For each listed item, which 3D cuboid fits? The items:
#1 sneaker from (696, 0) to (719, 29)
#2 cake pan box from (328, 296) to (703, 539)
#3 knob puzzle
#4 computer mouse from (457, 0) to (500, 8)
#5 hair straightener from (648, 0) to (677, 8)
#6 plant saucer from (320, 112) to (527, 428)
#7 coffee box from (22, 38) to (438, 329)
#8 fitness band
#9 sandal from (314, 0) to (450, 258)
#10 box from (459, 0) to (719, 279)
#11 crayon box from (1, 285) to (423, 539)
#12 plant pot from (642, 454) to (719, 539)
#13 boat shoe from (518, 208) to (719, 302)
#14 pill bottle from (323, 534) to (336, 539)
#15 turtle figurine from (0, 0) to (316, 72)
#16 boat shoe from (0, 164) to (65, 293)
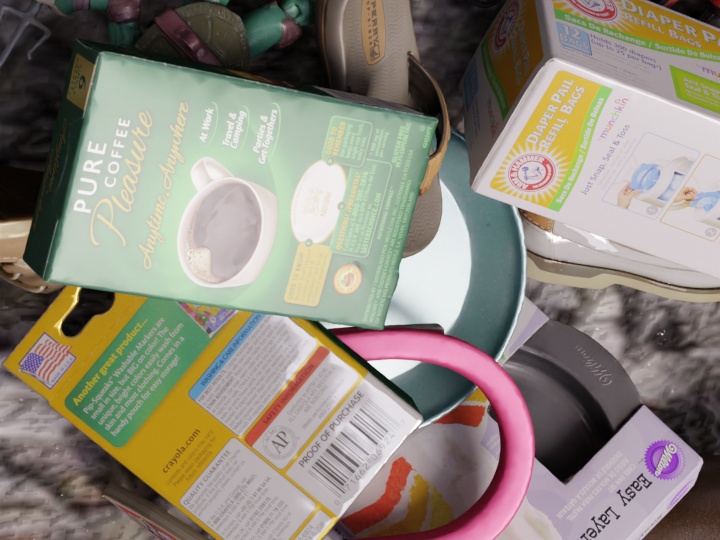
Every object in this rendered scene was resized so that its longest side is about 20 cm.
[{"bbox_3d":[0.268,-0.107,1.459,0.200,0.071,0.098,35,96,-37],"label":"sneaker"},{"bbox_3d":[0.082,0.123,1.397,0.200,0.184,0.052,-41,167,-18],"label":"cake pan box"},{"bbox_3d":[-0.077,0.194,1.366,0.031,0.219,0.220,-54,130,-10],"label":"knob puzzle"},{"bbox_3d":[0.100,-0.253,1.297,0.200,0.046,0.140,-39,134,10],"label":"computer mouse"},{"bbox_3d":[0.214,-0.220,1.381,0.199,0.041,0.077,-32,128,-10],"label":"hair straightener"},{"bbox_3d":[0.000,0.000,1.358,0.199,0.036,0.201,-3,100,-15],"label":"plant saucer"},{"bbox_3d":[-0.066,-0.043,1.183,0.199,0.044,0.124,7,104,-29],"label":"coffee box"},{"bbox_3d":[0.002,0.105,1.323,0.199,0.037,0.145,-4,93,-6],"label":"fitness band"},{"bbox_3d":[0.021,-0.087,1.265,0.082,0.054,0.201,-35,134,-37],"label":"sandal"},{"bbox_3d":[0.168,-0.084,1.341,0.199,0.113,0.102,18,126,-18],"label":"box"},{"bbox_3d":[-0.081,0.063,1.264,0.200,0.052,0.126,40,93,-10],"label":"crayon box"},{"bbox_3d":[0.267,0.197,1.505,0.199,0.188,0.187,-19,140,35],"label":"plant pot"},{"bbox_3d":[0.187,-0.028,1.456,0.199,0.075,0.069,1,122,-29],"label":"boat shoe"},{"bbox_3d":[0.058,0.160,1.467,0.199,0.109,0.110,-25,127,-15],"label":"pill bottle"},{"bbox_3d":[-0.099,-0.116,1.230,0.200,0.101,0.150,-43,134,-11],"label":"turtle figurine"},{"bbox_3d":[-0.173,-0.018,1.256,0.199,0.071,0.065,-7,119,-28],"label":"boat shoe"}]
